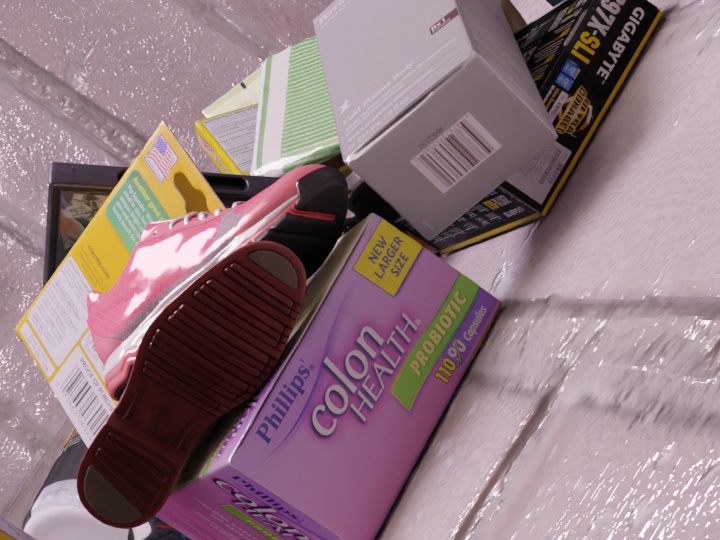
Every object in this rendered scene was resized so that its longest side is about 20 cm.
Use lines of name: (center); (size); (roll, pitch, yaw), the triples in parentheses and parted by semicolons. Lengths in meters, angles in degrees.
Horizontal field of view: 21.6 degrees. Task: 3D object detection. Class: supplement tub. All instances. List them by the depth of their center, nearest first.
supplement tub: (-0.200, 0.178, 1.614); (0.123, 0.122, 0.200); (-48, 12, 39)

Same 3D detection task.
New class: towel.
towel: (0.012, -0.139, 1.329); (0.200, 0.023, 0.153); (-23, 37, 21)

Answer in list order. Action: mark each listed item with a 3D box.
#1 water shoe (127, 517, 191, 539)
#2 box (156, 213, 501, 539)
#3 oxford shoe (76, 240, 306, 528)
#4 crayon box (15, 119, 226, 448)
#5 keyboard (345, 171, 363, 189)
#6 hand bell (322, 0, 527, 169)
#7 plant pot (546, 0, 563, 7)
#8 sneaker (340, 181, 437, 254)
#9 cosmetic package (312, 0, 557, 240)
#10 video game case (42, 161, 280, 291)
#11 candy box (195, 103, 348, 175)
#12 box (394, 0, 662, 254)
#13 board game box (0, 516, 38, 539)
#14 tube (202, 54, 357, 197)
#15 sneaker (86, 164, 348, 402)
water shoe: (-0.139, 0.229, 1.367); (0.200, 0.071, 0.079); (-100, 17, -75)
box: (-0.027, 0.084, 1.149); (0.176, 0.097, 0.200); (-60, 9, -23)
oxford shoe: (-0.097, 0.056, 1.092); (0.200, 0.070, 0.075); (-51, 4, 19)
crayon box: (-0.135, 0.017, 1.241); (0.052, 0.126, 0.200); (0, -44, -50)
keyboard: (0.031, -0.088, 1.342); (0.056, 0.011, 0.200); (-26, -2, -14)
hand bell: (0.025, -0.122, 1.372); (0.200, 0.104, 0.104); (-38, 3, -21)
plant pot: (0.136, -0.303, 1.329); (0.141, 0.200, 0.142); (-44, 16, 52)
sneaker: (0.000, 0.000, 1.384); (0.200, 0.076, 0.092); (-52, -1, -4)
cosmetic package: (0.041, -0.121, 1.168); (0.107, 0.090, 0.200); (-40, 32, 15)
video game case: (-0.137, 0.003, 1.353); (0.200, 0.180, 0.026); (104, 166, -49)
candy box: (-0.016, -0.111, 1.439); (0.199, 0.026, 0.102); (-18, 33, -16)
box: (0.106, -0.098, 1.247); (0.160, 0.049, 0.200); (-61, 11, -14)
board game box: (-0.153, 0.199, 1.071); (0.040, 0.200, 0.153); (-58, 9, -10)
tube: (-0.038, -0.080, 1.480); (0.058, 0.200, 0.052); (-19, -30, -42)
sneaker: (-0.096, -0.009, 1.128); (0.200, 0.087, 0.074); (-42, -27, 18)
